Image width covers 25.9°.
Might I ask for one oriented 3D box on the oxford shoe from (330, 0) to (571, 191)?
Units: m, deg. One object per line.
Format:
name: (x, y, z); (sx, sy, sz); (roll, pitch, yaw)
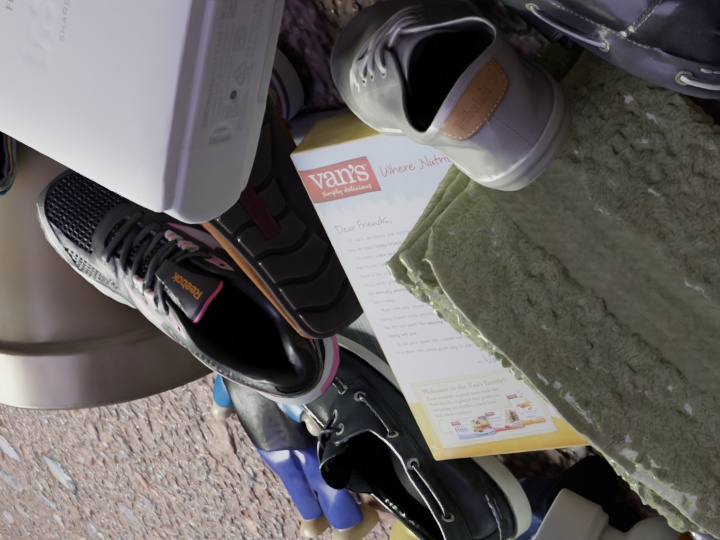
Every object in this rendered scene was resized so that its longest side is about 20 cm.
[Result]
oxford shoe: (0.028, -0.094, 0.708); (0.057, 0.076, 0.200); (32, -173, -29)

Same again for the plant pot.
plant pot: (-0.171, -0.030, 1.006); (0.199, 0.199, 0.176); (14, 120, 46)

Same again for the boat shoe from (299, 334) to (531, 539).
boat shoe: (0.008, 0.107, 0.921); (0.199, 0.066, 0.075); (38, 148, 30)

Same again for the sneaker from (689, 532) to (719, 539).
sneaker: (0.179, 0.085, 0.752); (0.200, 0.083, 0.081); (49, -169, -30)

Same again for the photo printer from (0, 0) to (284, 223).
photo printer: (-0.128, -0.134, 0.722); (0.199, 0.069, 0.168); (28, 116, 30)

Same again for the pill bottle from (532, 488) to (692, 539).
pill bottle: (0.174, 0.200, 0.818); (0.198, 0.113, 0.113); (28, 146, 13)

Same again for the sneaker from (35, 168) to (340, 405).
sneaker: (-0.096, 0.002, 0.885); (0.199, 0.081, 0.086); (31, 180, 2)

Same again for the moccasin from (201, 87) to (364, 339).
moccasin: (-0.061, -0.056, 0.825); (0.202, 0.073, 0.078); (50, -179, -31)

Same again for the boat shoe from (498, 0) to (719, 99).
boat shoe: (0.076, -0.123, 0.653); (0.199, 0.072, 0.068); (24, 138, 35)

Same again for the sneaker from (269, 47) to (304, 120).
sneaker: (-0.139, -0.123, 0.903); (0.200, 0.114, 0.073); (34, 149, 32)

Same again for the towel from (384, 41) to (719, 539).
towel: (0.123, 0.003, 0.682); (0.200, 0.149, 0.036); (41, -174, 14)

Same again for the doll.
doll: (-0.060, 0.108, 1.130); (0.136, 0.048, 0.202); (8, 131, 49)

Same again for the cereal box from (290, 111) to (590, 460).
cereal box: (0.066, 0.003, 0.801); (0.142, 0.040, 0.202); (-9, 119, 32)

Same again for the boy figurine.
boy figurine: (0.089, 0.165, 0.977); (0.125, 0.064, 0.199); (56, 151, -8)

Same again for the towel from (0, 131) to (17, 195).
towel: (-0.259, -0.114, 0.972); (0.199, 0.021, 0.149); (-2, 90, 57)

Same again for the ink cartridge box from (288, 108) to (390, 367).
ink cartridge box: (0.000, 0.000, 0.929); (0.199, 0.041, 0.201); (2, 126, 51)
